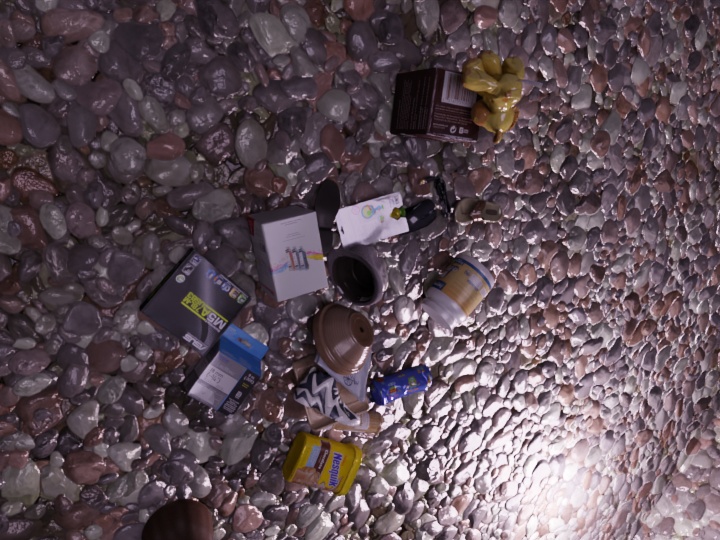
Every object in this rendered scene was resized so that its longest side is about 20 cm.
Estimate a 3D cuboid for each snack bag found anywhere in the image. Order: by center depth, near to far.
[{"bbox_3d":[-0.040,0.239,1.542,0.200,0.021,0.190,45,36,-27],"label":"snack bag"}]

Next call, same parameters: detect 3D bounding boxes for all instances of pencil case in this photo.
[{"bbox_3d":[0.123,0.351,1.689,0.198,0.078,0.088,-15,79,-23],"label":"pencil case"}]

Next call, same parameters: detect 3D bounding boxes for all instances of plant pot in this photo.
[{"bbox_3d":[-0.451,0.727,1.412,0.185,0.200,0.189,-7,105,-26],"label":"plant pot"},{"bbox_3d":[-0.030,0.174,1.498,0.200,0.092,0.202,35,41,-37],"label":"plant pot"}]

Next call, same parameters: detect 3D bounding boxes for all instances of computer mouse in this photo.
[{"bbox_3d":[0.184,-0.192,1.611,0.198,0.046,0.142,-23,113,-21],"label":"computer mouse"}]

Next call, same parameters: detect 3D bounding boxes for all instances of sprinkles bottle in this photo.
[{"bbox_3d":[-0.031,0.443,1.638,0.198,0.068,0.069,14,95,-30],"label":"sprinkles bottle"}]

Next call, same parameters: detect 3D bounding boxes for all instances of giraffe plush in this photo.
[{"bbox_3d":[0.335,-0.417,1.361,0.172,0.199,0.163,-37,150,-28],"label":"giraffe plush"}]

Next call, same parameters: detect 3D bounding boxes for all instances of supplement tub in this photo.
[{"bbox_3d":[0.291,0.066,1.671,0.200,0.144,0.145,-48,118,-10],"label":"supplement tub"}]

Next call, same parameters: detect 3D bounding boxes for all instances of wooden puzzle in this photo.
[{"bbox_3d":[-0.087,0.330,1.573,0.184,0.046,0.202,-16,83,-24],"label":"wooden puzzle"}]

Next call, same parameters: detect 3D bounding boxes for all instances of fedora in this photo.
[{"bbox_3d":[0.000,0.000,1.509,0.090,0.175,0.202,-49,140,-40],"label":"fedora"}]

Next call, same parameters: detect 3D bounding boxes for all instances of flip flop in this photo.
[{"bbox_3d":[0.368,-0.179,1.702,0.198,0.057,0.082,2,101,-28],"label":"flip flop"}]

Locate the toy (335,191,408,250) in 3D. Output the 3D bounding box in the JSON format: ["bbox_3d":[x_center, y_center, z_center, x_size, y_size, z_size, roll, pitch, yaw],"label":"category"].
[{"bbox_3d":[0.029,-0.139,1.539,0.198,0.047,0.116,-17,104,-11],"label":"toy"}]

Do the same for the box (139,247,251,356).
[{"bbox_3d":[-0.404,0.080,1.370,0.200,0.047,0.194,45,78,-28],"label":"box"}]

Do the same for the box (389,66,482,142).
[{"bbox_3d":[0.203,-0.436,1.474,0.164,0.200,0.166,1,102,-27],"label":"box"}]

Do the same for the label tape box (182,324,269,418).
[{"bbox_3d":[-0.340,0.259,1.436,0.144,0.063,0.201,39,83,-30],"label":"label tape box"}]

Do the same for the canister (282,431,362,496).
[{"bbox_3d":[-0.113,0.564,1.615,0.199,0.086,0.150,25,90,-28],"label":"canister"}]

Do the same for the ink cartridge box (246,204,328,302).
[{"bbox_3d":[-0.185,-0.046,1.397,0.143,0.145,0.202,-16,110,-23],"label":"ink cartridge box"}]

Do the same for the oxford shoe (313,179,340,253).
[{"bbox_3d":[-0.103,-0.142,1.468,0.071,0.071,0.202,15,79,-23],"label":"oxford shoe"}]

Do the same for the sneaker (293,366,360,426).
[{"bbox_3d":[-0.072,0.333,1.508,0.198,0.080,0.131,26,78,-2],"label":"sneaker"}]
